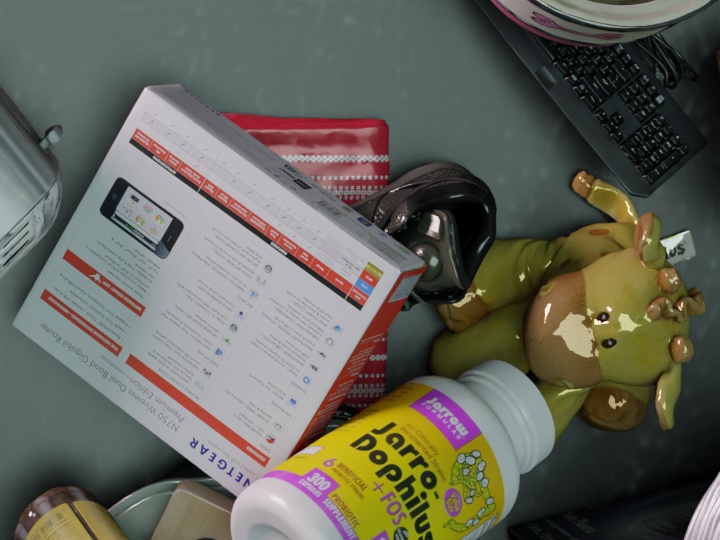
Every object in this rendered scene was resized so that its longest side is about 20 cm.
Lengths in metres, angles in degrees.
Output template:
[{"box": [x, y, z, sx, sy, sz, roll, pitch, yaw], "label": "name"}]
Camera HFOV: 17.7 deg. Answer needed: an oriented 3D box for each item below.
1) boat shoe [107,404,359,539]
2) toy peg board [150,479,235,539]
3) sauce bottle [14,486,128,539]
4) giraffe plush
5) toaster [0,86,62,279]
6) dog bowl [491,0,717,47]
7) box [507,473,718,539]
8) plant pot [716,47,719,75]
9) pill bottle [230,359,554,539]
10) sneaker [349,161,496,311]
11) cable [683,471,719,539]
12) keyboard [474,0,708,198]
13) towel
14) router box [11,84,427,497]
[{"box": [-0.083, 0.145, 1.488, 0.199, 0.060, 0.076, -20, 106, 6], "label": "boat shoe"}, {"box": [-0.070, 0.270, 1.437, 0.198, 0.098, 0.201, 26, 111, -1], "label": "toy peg board"}, {"box": [-0.144, 0.209, 1.382, 0.064, 0.200, 0.065, -16, 128, -22], "label": "sauce bottle"}, {"box": [0.150, 0.036, 1.465, 0.200, 0.162, 0.173, -36, 101, -4], "label": "giraffe plush"}, {"box": [-0.274, -0.038, 1.406, 0.200, 0.114, 0.129, -44, 104, 3], "label": "toaster"}, {"box": [0.148, -0.230, 1.453, 0.199, 0.074, 0.201, 3, 71, -10], "label": "dog bowl"}, {"box": [0.219, 0.213, 1.480, 0.197, 0.200, 0.124, -13, 98, -10], "label": "box"}, {"box": [0.334, -0.107, 1.480, 0.188, 0.201, 0.202, -14, 99, 8], "label": "plant pot"}, {"box": [0.025, 0.131, 1.398, 0.200, 0.104, 0.105, -32, 102, -33], "label": "pill bottle"}, {"box": [0.000, 0.000, 1.442, 0.199, 0.114, 0.076, -28, 102, -6], "label": "sneaker"}, {"box": [0.289, 0.182, 1.352, 0.200, 0.069, 0.200, 45, 85, -10], "label": "cable"}, {"box": [0.153, -0.151, 1.484, 0.104, 0.040, 0.200, -40, 92, -33], "label": "keyboard"}, {"box": [-0.052, -0.001, 1.498, 0.144, 0.022, 0.201, -1, 98, -12], "label": "towel"}, {"box": [-0.089, 0.014, 1.416, 0.200, 0.049, 0.180, 36, 107, 13], "label": "router box"}]
